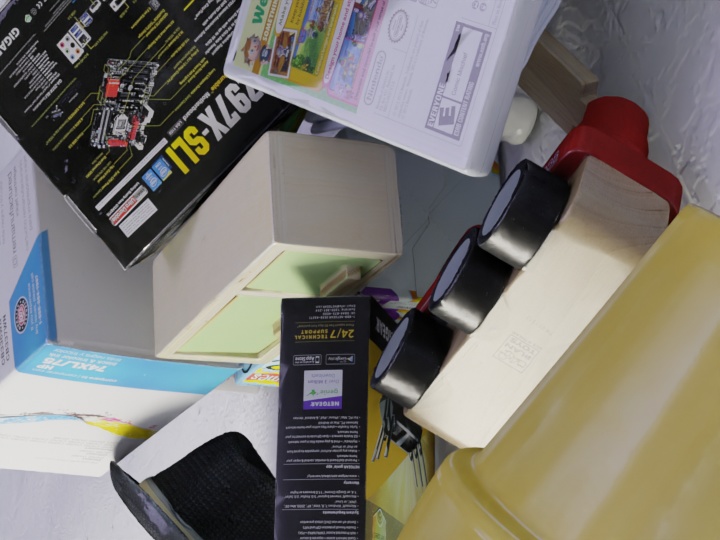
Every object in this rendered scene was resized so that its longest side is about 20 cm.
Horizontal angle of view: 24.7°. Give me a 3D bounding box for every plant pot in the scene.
[{"bbox_3d":[0.132,0.088,0.604,0.190,0.199,0.201,-62,26,6],"label":"plant pot"}]

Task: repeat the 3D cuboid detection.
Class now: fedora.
[{"bbox_3d":[-0.087,0.177,1.153,0.092,0.201,0.200,-43,24,-7],"label":"fedora"}]

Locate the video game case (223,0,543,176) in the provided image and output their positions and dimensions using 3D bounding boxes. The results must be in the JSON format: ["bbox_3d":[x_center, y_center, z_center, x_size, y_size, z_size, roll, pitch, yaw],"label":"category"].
[{"bbox_3d":[0.022,-0.168,0.801,0.181,0.022,0.202,25,103,40],"label":"video game case"}]

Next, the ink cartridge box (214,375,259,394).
[{"bbox_3d":[-0.126,-0.010,1.275,0.083,0.145,0.202,-117,40,-53],"label":"ink cartridge box"}]

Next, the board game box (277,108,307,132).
[{"bbox_3d":[-0.048,-0.171,0.956,0.201,0.101,0.048,-60,-2,23],"label":"board game box"}]

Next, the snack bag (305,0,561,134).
[{"bbox_3d":[0.065,-0.163,0.891,0.188,0.021,0.201,-6,50,57],"label":"snack bag"}]

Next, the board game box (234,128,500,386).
[{"bbox_3d":[0.000,0.000,1.028,0.200,0.102,0.106,143,128,-59],"label":"board game box"}]

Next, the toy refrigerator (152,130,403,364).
[{"bbox_3d":[-0.053,-0.004,0.929,0.200,0.075,0.071,141,130,-58],"label":"toy refrigerator"}]

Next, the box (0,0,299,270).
[{"bbox_3d":[-0.115,-0.125,0.933,0.200,0.160,0.049,-43,-1,24],"label":"box"}]

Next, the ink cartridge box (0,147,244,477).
[{"bbox_3d":[-0.198,0.033,1.114,0.200,0.145,0.148,-38,54,43],"label":"ink cartridge box"}]

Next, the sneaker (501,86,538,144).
[{"bbox_3d":[0.038,-0.126,1.002,0.200,0.083,0.082,-159,77,-68],"label":"sneaker"}]

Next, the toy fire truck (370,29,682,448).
[{"bbox_3d":[0.085,-0.030,0.848,0.177,0.128,0.201,-55,8,42],"label":"toy fire truck"}]

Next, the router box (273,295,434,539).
[{"bbox_3d":[0.001,0.113,0.926,0.200,0.052,0.159,46,-137,-72],"label":"router box"}]
